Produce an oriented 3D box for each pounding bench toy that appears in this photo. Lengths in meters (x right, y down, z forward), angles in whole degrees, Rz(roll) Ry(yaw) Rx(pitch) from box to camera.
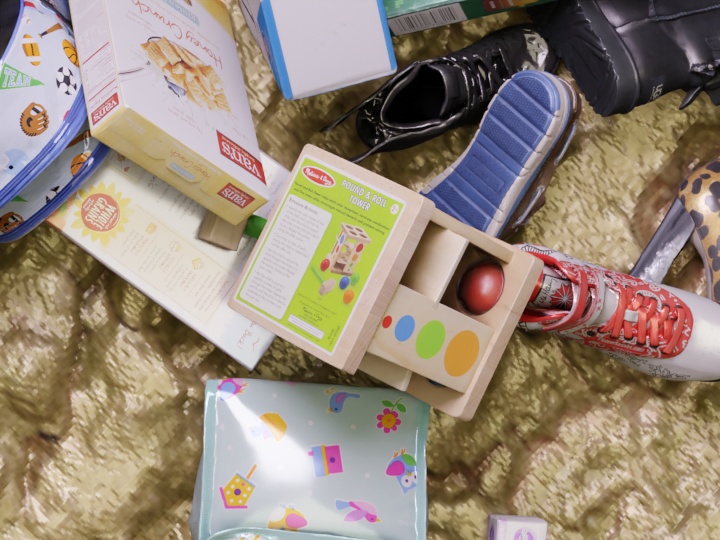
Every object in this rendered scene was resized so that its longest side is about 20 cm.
[{"bbox_3d":[0.000,0.000,1.583,0.156,0.200,0.125,25,91,-46],"label":"pounding bench toy"}]

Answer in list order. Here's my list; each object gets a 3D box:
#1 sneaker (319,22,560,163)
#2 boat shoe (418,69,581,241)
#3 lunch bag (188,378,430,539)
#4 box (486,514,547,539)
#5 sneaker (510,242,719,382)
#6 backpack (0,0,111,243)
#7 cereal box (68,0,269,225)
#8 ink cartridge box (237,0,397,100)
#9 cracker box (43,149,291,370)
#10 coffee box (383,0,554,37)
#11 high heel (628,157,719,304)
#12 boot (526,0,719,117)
[{"bbox_3d":[0.063,-0.127,1.644,0.199,0.104,0.060,-25,90,-6],"label":"sneaker"},{"bbox_3d":[0.099,-0.054,1.658,0.072,0.072,0.200,48,113,26],"label":"boat shoe"},{"bbox_3d":[-0.037,0.185,1.608,0.169,0.122,0.201,5,71,-5],"label":"lunch bag"},{"bbox_3d":[0.109,0.282,1.683,0.041,0.039,0.201,5,90,-7],"label":"box"},{"bbox_3d":[0.180,0.033,1.626,0.201,0.108,0.068,21,96,15],"label":"sneaker"},{"bbox_3d":[-0.257,-0.106,1.551,0.154,0.191,0.200,39,106,-18],"label":"backpack"},{"bbox_3d":[-0.135,-0.140,1.563,0.039,0.201,0.144,-36,136,23],"label":"cereal box"},{"bbox_3d":[-0.046,-0.222,1.569,0.084,0.200,0.147,-17,115,-6],"label":"ink cartridge box"},{"bbox_3d":[-0.121,-0.039,1.648,0.200,0.058,0.134,37,85,-5],"label":"cracker box"},{"bbox_3d":[0.100,-0.245,1.621,0.199,0.044,0.124,-13,70,11],"label":"coffee box"},{"bbox_3d":[0.306,0.014,1.688,0.200,0.071,0.143,34,91,2],"label":"high heel"},{"bbox_3d":[0.216,-0.197,1.673,0.162,0.073,0.199,-12,60,-25],"label":"boot"}]
